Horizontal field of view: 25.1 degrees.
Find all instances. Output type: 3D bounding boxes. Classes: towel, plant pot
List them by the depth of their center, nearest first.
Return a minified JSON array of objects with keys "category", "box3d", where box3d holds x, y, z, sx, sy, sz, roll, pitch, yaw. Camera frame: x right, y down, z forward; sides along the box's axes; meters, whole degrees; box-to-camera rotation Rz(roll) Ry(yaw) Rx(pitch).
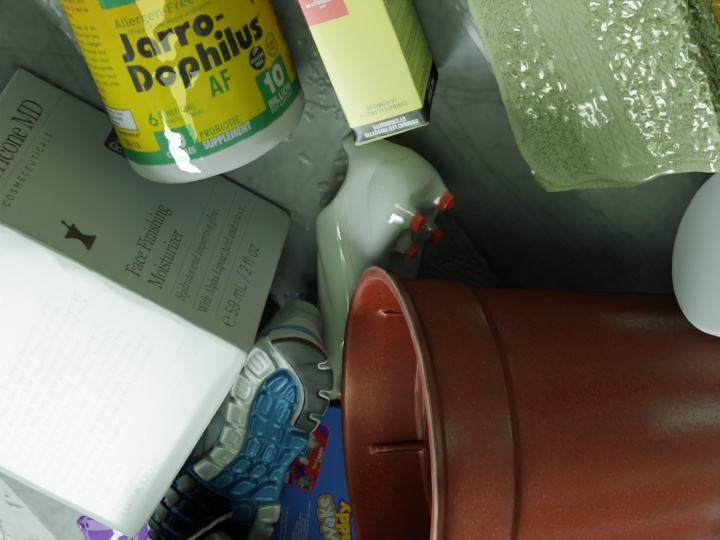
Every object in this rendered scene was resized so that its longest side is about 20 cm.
[{"category":"towel","box3d":[0.122,-0.140,0.879,0.147,0.036,0.202,-9,107,44]},{"category":"plant pot","box3d":[0.105,0.094,0.937,0.193,0.201,0.203,-3,123,-14]}]

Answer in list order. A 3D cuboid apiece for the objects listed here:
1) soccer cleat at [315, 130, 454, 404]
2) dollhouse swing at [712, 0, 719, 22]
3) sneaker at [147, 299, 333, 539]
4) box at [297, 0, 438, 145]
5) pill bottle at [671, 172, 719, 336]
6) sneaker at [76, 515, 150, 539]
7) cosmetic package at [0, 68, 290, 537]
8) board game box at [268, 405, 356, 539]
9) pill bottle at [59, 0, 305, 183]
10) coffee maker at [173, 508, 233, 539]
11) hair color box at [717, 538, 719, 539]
[{"category":"soccer cleat","box3d":[0.000,0.000,1.021,0.077,0.069,0.201,39,133,22]},{"category":"dollhouse swing","box3d":[0.221,-0.159,0.834,0.174,0.182,0.202,1,124,-14]},{"category":"sneaker","box3d":[-0.069,0.104,1.026,0.074,0.087,0.201,28,116,-10]},{"category":"box","box3d":[-0.012,-0.177,0.905,0.050,0.076,0.201,-14,119,16]},{"category":"pill bottle","box3d":[0.281,0.009,0.912,0.198,0.115,0.115,14,125,-28]},{"category":"sneaker","box3d":[-0.172,0.199,1.166,0.083,0.081,0.201,32,114,8]},{"category":"cosmetic package","box3d":[-0.174,0.018,0.991,0.199,0.165,0.166,28,120,-10]},{"category":"board game box","box3d":[-0.051,0.187,1.062,0.133,0.045,0.203,3,83,23]},{"category":"pill bottle","box3d":[-0.112,-0.161,0.905,0.112,0.113,0.202,-12,118,15]},{"category":"coffee maker","box3d":[-0.080,0.276,0.978,0.200,0.134,0.192,47,140,10]},{"category":"hair color box","box3d":[0.247,0.205,1.102,0.198,0.061,0.100,21,121,-5]}]
